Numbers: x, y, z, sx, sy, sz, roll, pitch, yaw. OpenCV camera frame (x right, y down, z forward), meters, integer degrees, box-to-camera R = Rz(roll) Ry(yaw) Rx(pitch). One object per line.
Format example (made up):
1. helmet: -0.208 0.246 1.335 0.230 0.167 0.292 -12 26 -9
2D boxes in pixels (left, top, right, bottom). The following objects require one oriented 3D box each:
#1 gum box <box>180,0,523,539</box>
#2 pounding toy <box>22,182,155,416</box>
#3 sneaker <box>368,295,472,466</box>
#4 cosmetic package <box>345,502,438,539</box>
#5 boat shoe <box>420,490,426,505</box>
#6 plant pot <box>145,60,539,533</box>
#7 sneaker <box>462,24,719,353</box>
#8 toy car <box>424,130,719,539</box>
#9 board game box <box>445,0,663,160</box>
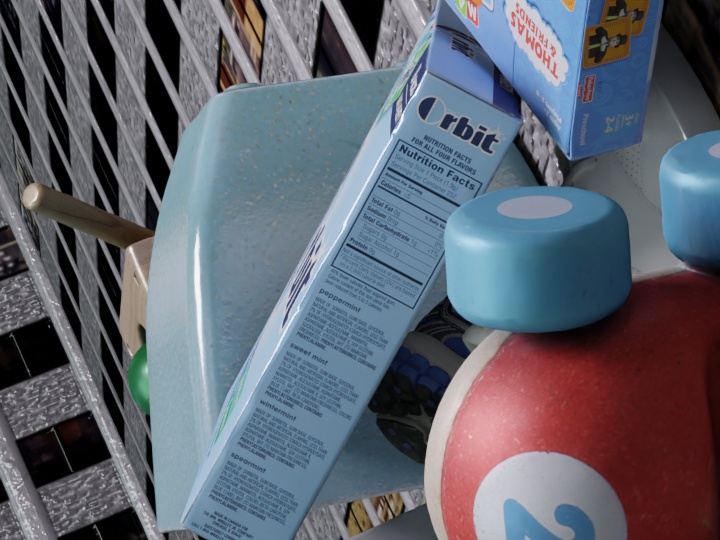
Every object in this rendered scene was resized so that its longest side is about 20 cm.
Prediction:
1. gum box: 0.000 0.000 1.078 0.044 0.200 0.170 28 -165 -4
2. pounding toy: -0.069 0.012 1.496 0.184 0.199 0.143 110 137 -71
3. sneaker: 0.105 0.063 1.091 0.200 0.085 0.077 30 151 12
4. cosmetic package: 0.063 0.133 1.152 0.102 0.199 0.074 97 149 -64
5. boat shoe: 0.058 0.157 1.520 0.200 0.062 0.072 86 158 -51
6. plant pot: -0.007 0.010 1.295 0.196 0.196 0.201 147 113 -77
7. sneaker: 0.085 -0.012 1.021 0.074 0.115 0.201 100 149 -69
8. toy car: 0.138 0.071 0.866 0.200 0.176 0.185 23 123 55
9. board game box: 0.064 -0.164 0.967 0.151 0.036 0.200 -123 28 -42
